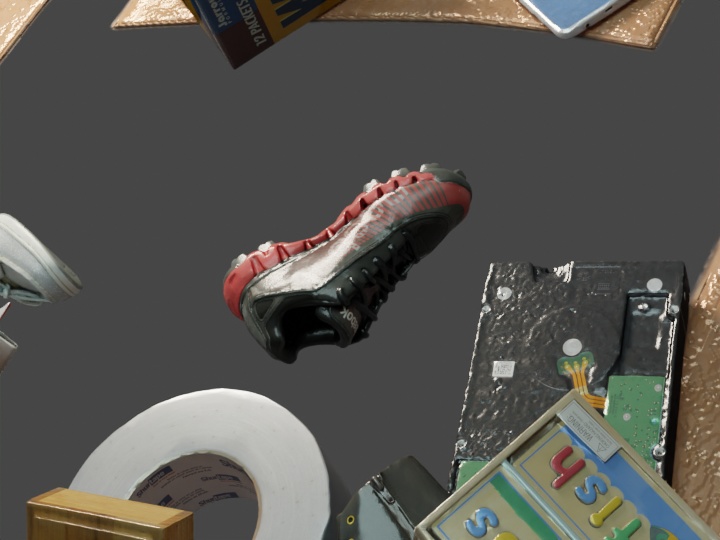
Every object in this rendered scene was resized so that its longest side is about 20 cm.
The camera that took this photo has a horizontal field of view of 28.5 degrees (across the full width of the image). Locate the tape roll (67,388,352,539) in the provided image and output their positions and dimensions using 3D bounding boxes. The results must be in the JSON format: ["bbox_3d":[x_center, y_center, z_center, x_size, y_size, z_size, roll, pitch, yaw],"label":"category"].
[{"bbox_3d":[-0.102,0.180,0.928,0.198,0.066,0.202,-12,51,15],"label":"tape roll"}]

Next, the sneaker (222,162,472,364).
[{"bbox_3d":[0.000,0.000,1.019,0.199,0.071,0.098,-29,49,2],"label":"sneaker"}]

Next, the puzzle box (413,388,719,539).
[{"bbox_3d":[0.141,0.180,0.800,0.133,0.026,0.200,-38,70,-17],"label":"puzzle box"}]

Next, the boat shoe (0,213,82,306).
[{"bbox_3d":[-0.300,-0.009,1.151,0.201,0.075,0.065,23,71,38],"label":"boat shoe"}]

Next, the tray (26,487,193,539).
[{"bbox_3d":[-0.149,0.238,0.839,0.097,0.037,0.203,5,99,25],"label":"tray"}]

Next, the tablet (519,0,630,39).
[{"bbox_3d":[0.169,-0.279,1.199,0.129,0.014,0.200,-34,49,-4],"label":"tablet"}]

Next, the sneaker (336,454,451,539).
[{"bbox_3d":[-0.002,0.210,0.839,0.106,0.075,0.200,41,71,17],"label":"sneaker"}]

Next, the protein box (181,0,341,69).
[{"bbox_3d":[-0.093,-0.328,1.263,0.199,0.135,0.199,-33,50,-5],"label":"protein box"}]

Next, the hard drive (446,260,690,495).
[{"bbox_3d":[0.137,0.085,0.920,0.138,0.038,0.202,-1,54,21],"label":"hard drive"}]

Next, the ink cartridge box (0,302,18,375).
[{"bbox_3d":[-0.312,0.125,1.012,0.173,0.043,0.201,-18,39,57],"label":"ink cartridge box"}]
